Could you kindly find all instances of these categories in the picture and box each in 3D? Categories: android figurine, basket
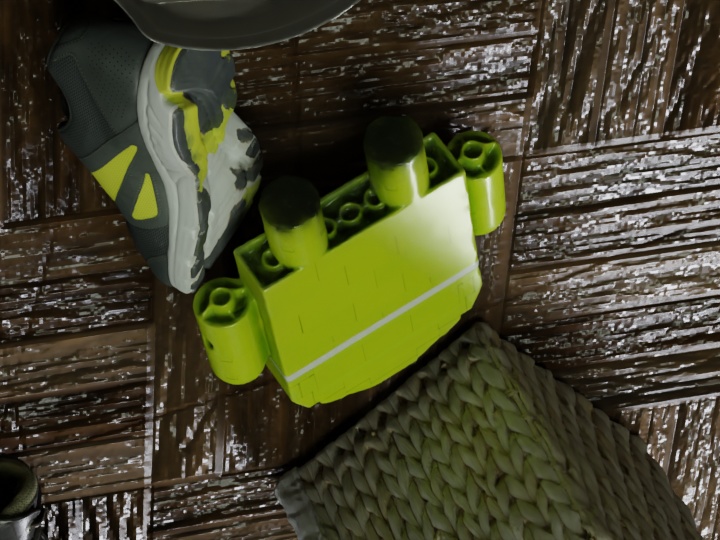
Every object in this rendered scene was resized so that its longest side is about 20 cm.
[{"bbox_3d":[0.000,0.000,1.455,0.182,0.041,0.200,-32,152,-10],"label":"android figurine"},{"bbox_3d":[0.092,0.172,1.561,0.161,0.200,0.198,-42,131,14],"label":"basket"}]

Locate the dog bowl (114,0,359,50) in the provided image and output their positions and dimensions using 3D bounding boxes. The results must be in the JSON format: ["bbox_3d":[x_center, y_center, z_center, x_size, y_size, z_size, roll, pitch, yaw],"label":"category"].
[{"bbox_3d":[-0.060,-0.200,1.256,0.199,0.059,0.201,-10,123,-15],"label":"dog bowl"}]

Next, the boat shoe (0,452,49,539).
[{"bbox_3d":[-0.199,0.129,1.495,0.065,0.073,0.200,-29,134,12],"label":"boat shoe"}]

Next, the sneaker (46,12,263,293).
[{"bbox_3d":[-0.102,-0.064,1.377,0.075,0.084,0.200,-57,162,-28],"label":"sneaker"}]
